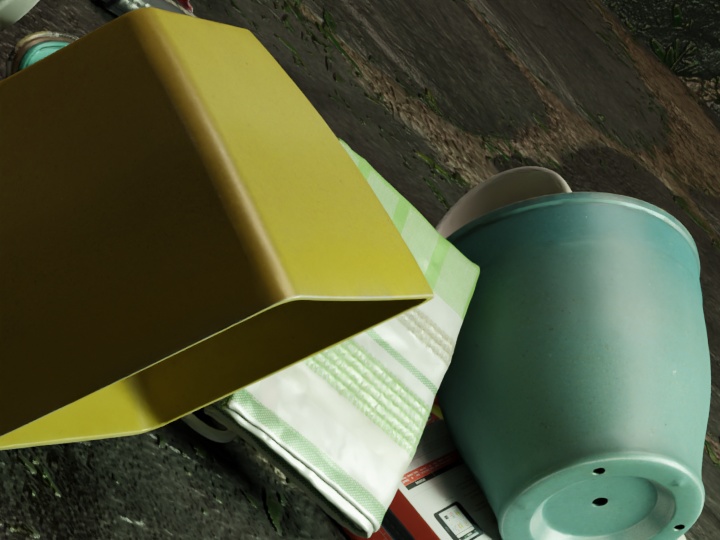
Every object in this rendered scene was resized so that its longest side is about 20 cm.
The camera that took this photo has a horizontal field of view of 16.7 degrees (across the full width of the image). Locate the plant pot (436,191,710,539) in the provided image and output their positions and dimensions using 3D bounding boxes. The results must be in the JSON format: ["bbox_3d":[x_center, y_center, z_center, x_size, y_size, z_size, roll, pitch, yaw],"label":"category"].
[{"bbox_3d":[0.142,0.085,1.603,0.200,0.199,0.189,31,38,-41],"label":"plant pot"}]

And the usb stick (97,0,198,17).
[{"bbox_3d":[-0.136,-0.186,1.945,0.200,0.033,0.056,31,24,-41],"label":"usb stick"}]

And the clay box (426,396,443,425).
[{"bbox_3d":[0.046,0.068,1.791,0.200,0.048,0.115,46,17,2],"label":"clay box"}]

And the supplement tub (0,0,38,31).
[{"bbox_3d":[-0.281,-0.261,1.576,0.200,0.145,0.146,39,19,-24],"label":"supplement tub"}]

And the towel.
[{"bbox_3d":[-0.008,0.041,1.483,0.149,0.031,0.201,44,54,-30],"label":"towel"}]

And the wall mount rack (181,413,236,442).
[{"bbox_3d":[-0.093,0.017,1.524,0.174,0.075,0.200,44,17,-11],"label":"wall mount rack"}]

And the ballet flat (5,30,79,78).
[{"bbox_3d":[-0.182,-0.113,1.643,0.200,0.072,0.072,25,27,-51],"label":"ballet flat"}]

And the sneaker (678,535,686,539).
[{"bbox_3d":[0.176,0.198,1.752,0.200,0.080,0.084,46,26,-41],"label":"sneaker"}]

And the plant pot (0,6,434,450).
[{"bbox_3d":[-0.110,-0.027,1.296,0.200,0.199,0.177,-1,67,-67],"label":"plant pot"}]

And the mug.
[{"bbox_3d":[0.145,0.034,1.995,0.153,0.149,0.187,45,48,-36],"label":"mug"}]

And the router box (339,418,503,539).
[{"bbox_3d":[0.077,0.186,1.598,0.180,0.049,0.200,50,17,10],"label":"router box"}]

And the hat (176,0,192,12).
[{"bbox_3d":[-0.169,-0.266,2.057,0.165,0.177,0.200,24,-23,10],"label":"hat"}]
